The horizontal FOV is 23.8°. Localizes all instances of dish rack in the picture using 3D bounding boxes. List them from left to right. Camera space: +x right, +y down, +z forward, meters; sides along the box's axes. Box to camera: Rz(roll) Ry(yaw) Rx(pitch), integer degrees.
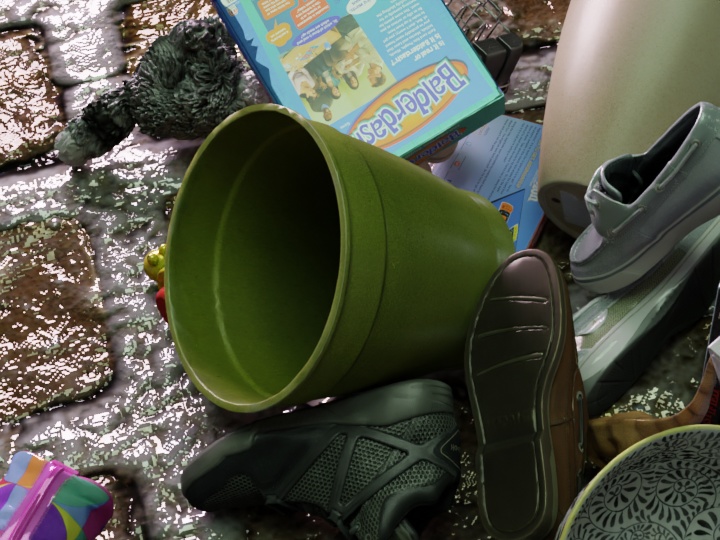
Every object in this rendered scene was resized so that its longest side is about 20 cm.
[{"bbox_3d":[0.032,-0.220,1.394,0.200,0.055,0.153,47,35,17],"label":"dish rack"}]

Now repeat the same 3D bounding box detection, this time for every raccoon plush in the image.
[{"bbox_3d":[-0.133,-0.109,1.389,0.200,0.097,0.134,-40,73,15],"label":"raccoon plush"}]

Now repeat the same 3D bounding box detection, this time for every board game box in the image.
[{"bbox_3d":[-0.005,-0.168,1.291,0.151,0.045,0.201,-30,76,-2],"label":"board game box"},{"bbox_3d":[0.094,-0.046,1.335,0.102,0.020,0.201,16,53,20],"label":"board game box"}]

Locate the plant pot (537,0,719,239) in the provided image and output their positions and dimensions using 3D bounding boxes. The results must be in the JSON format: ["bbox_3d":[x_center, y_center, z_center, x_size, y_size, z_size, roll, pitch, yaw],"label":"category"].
[{"bbox_3d":[0.216,-0.121,1.304,0.186,0.188,0.201,20,68,20],"label":"plant pot"}]

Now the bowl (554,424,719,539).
[{"bbox_3d":[0.187,0.193,1.056,0.199,0.094,0.203,0,89,-20],"label":"bowl"}]

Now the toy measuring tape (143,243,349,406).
[{"bbox_3d":[-0.089,0.032,1.251,0.199,0.074,0.074,33,59,28],"label":"toy measuring tape"}]

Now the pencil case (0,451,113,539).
[{"bbox_3d":[-0.236,0.212,1.103,0.088,0.089,0.201,14,52,16],"label":"pencil case"}]

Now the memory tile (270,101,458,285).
[{"bbox_3d":[-0.019,-0.087,1.318,0.153,0.017,0.200,36,55,-2],"label":"memory tile"}]

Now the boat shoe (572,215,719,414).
[{"bbox_3d":[0.206,0.017,1.240,0.065,0.075,0.202,34,68,29],"label":"boat shoe"}]

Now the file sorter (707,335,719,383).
[{"bbox_3d":[0.322,0.091,1.064,0.124,0.200,0.139,-42,57,-5],"label":"file sorter"}]

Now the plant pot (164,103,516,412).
[{"bbox_3d":[0.000,0.000,1.171,0.192,0.201,0.201,6,38,-39],"label":"plant pot"}]

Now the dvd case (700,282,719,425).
[{"bbox_3d":[0.258,0.027,1.142,0.022,0.201,0.146,17,54,18],"label":"dvd case"}]

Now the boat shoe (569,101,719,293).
[{"bbox_3d":[0.193,-0.054,1.161,0.071,0.201,0.070,32,52,-13],"label":"boat shoe"}]

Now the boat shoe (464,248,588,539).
[{"bbox_3d":[0.113,0.089,1.129,0.071,0.068,0.202,-7,66,34],"label":"boat shoe"}]

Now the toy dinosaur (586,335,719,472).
[{"bbox_3d":[0.187,0.112,1.124,0.199,0.106,0.061,-17,33,54],"label":"toy dinosaur"}]

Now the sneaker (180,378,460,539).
[{"bbox_3d":[-0.025,0.151,1.139,0.198,0.076,0.115,-15,68,10],"label":"sneaker"}]
